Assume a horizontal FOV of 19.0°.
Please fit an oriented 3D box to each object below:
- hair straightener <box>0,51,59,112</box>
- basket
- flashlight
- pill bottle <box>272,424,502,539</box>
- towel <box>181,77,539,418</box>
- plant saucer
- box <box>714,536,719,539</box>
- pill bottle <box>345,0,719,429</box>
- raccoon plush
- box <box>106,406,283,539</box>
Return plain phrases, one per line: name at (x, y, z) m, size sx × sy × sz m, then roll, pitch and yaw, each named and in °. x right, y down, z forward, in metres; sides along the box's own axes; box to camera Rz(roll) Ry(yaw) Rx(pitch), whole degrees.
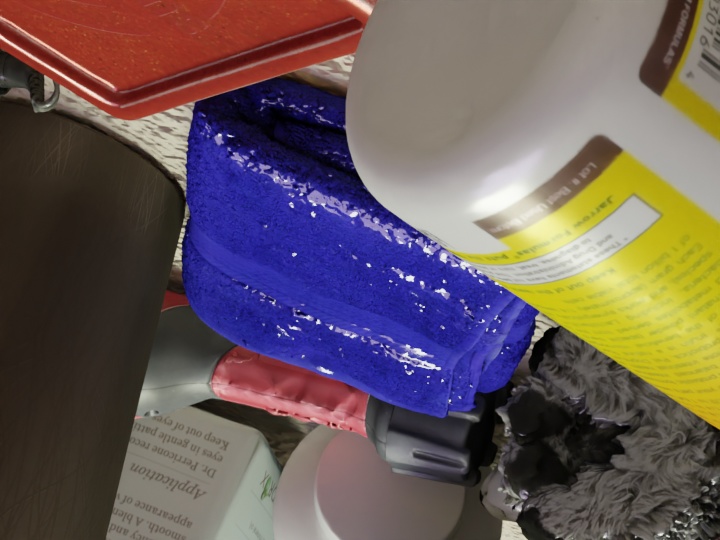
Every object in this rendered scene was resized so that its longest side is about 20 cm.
hair straightener at (-0.201, -0.087, 0.779) m, size 0.199 × 0.041 × 0.077 m, roll 12°, pitch 159°, yaw 17°
basket at (-0.153, 0.047, 0.850) m, size 0.135 × 0.201 × 0.180 m, roll 4°, pitch 155°, yaw 35°
flashlight at (-0.039, 0.051, 0.953) m, size 0.199 × 0.068 × 0.068 m, roll 14°, pitch 170°, yaw 18°
pill bottle at (0.012, 0.132, 1.057) m, size 0.110 × 0.111 × 0.200 m, roll 16°, pitch 159°, yaw 6°
towel at (0.000, 0.000, 0.818) m, size 0.147 × 0.050 × 0.200 m, roll 17°, pitch 160°, yaw 1°
plant saucer at (-0.086, -0.108, 0.637) m, size 0.199 × 0.037 × 0.199 m, roll 31°, pitch 156°, yaw -31°
box at (0.167, 0.171, 0.870) m, size 0.074 × 0.101 × 0.200 m, roll -12°, pitch 159°, yaw -11°
pill bottle at (0.099, -0.021, 0.592) m, size 0.200 × 0.110 × 0.109 m, roll 33°, pitch 155°, yaw -32°
raccoon plush at (0.142, 0.090, 0.880) m, size 0.199 × 0.097 × 0.134 m, roll 10°, pitch 166°, yaw 22°
box at (-0.151, 0.160, 1.154) m, size 0.198 × 0.172 × 0.200 m, roll 19°, pitch 160°, yaw 18°
